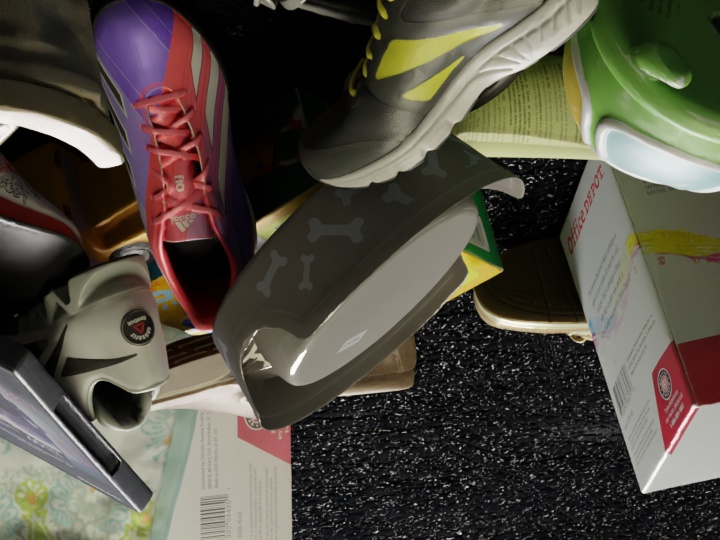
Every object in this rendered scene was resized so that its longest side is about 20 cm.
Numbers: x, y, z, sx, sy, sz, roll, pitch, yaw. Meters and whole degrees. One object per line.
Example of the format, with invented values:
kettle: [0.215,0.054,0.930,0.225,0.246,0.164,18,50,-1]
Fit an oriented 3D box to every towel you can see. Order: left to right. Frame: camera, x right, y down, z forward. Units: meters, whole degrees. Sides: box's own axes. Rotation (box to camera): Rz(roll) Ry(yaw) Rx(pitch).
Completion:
towel: [-0.198,0.120,1.528,0.170,0.201,0.048,11,-173,-23]

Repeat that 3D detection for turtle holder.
turtle holder: [0.166,-0.111,1.314,0.184,0.142,0.132,-4,154,-23]

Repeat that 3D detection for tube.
tube: [0.090,-0.094,1.395,0.198,0.052,0.058,-4,124,-14]

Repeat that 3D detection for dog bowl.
dog bowl: [0.000,0.000,1.313,0.200,0.059,0.200,-40,166,-12]

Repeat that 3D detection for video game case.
video game case: [-0.210,0.067,1.363,0.142,0.019,0.200,25,163,27]

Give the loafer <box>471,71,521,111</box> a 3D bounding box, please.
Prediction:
loafer: [0.068,-0.154,1.250,0.071,0.073,0.200,-5,146,-49]

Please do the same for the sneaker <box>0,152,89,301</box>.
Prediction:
sneaker: [-0.212,-0.057,1.272,0.067,0.109,0.201,-25,159,11]

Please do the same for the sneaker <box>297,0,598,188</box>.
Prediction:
sneaker: [0.031,-0.122,1.188,0.084,0.075,0.200,39,120,-23]

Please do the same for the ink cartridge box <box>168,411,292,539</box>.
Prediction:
ink cartridge box: [-0.153,0.132,1.618,0.199,0.147,0.085,-5,-168,-21]

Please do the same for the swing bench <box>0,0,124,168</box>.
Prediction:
swing bench: [-0.227,-0.115,1.036,0.199,0.200,0.130,-26,152,22]

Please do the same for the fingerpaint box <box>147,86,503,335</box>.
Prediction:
fingerpaint box: [-0.037,-0.019,1.470,0.166,0.074,0.200,-30,150,27]

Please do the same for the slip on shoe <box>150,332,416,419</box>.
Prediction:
slip on shoe: [-0.063,0.066,1.446,0.199,0.061,0.076,-17,-168,-6]

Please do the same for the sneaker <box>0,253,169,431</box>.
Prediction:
sneaker: [-0.161,0.057,1.379,0.074,0.089,0.200,-21,177,-22]

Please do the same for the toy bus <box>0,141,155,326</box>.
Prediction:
toy bus: [-0.207,-0.018,1.397,0.199,0.065,0.078,-24,151,20]

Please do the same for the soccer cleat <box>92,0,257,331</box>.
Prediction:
soccer cleat: [-0.099,-0.059,1.292,0.068,0.073,0.201,-10,128,6]

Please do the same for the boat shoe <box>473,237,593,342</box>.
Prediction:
boat shoe: [0.167,0.019,1.651,0.199,0.074,0.067,-5,148,-19]

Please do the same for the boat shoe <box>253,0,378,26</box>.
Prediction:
boat shoe: [-0.039,-0.162,1.187,0.072,0.069,0.199,-33,149,33]

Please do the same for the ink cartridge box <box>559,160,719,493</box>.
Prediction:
ink cartridge box: [0.233,0.016,1.536,0.144,0.201,0.146,-11,155,-13]
